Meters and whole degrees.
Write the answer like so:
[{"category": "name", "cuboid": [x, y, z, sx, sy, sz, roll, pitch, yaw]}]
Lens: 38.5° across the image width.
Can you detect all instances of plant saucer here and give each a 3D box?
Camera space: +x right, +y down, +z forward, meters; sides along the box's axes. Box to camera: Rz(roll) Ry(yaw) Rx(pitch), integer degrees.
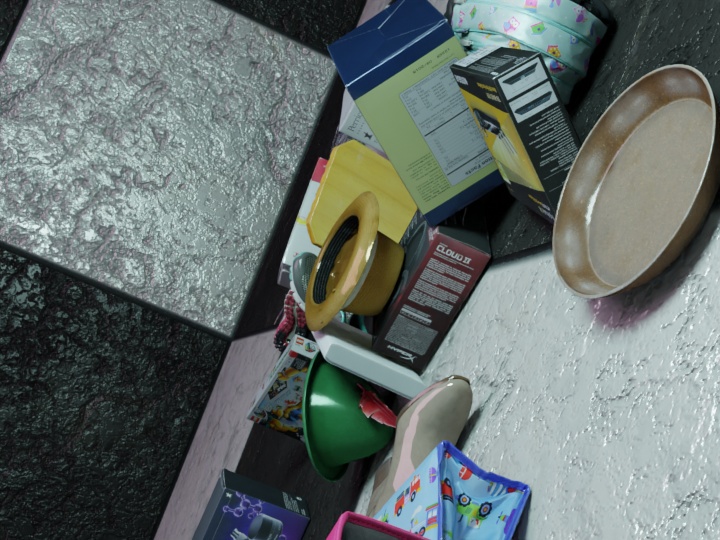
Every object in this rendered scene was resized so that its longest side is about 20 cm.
[{"category": "plant saucer", "cuboid": [0.227, -0.067, 0.836, 0.201, 0.034, 0.202, -54, 24, 37]}]

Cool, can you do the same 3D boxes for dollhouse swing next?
[{"category": "dollhouse swing", "cuboid": [-0.004, -0.080, 1.601, 0.182, 0.174, 0.202, 153, 138, -72]}]

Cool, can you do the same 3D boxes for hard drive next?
[{"category": "hard drive", "cuboid": [0.004, 0.105, 1.314, 0.027, 0.131, 0.200, -64, 12, 4]}]

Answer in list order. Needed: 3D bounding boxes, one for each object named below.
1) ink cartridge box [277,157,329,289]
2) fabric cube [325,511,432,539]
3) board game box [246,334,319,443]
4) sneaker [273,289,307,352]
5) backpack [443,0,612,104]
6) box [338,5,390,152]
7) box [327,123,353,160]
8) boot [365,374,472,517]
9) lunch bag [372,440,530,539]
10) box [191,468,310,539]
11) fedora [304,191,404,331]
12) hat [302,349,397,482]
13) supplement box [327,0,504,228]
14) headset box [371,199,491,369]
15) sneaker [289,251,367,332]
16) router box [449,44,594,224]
[{"category": "ink cartridge box", "cuboid": [-0.043, -0.057, 1.764, 0.145, 0.144, 0.202, 117, 174, -72]}, {"category": "fabric cube", "cuboid": [0.032, 0.310, 0.634, 0.201, 0.198, 0.197, -61, 14, 26]}, {"category": "board game box", "cuboid": [-0.081, 0.186, 1.563, 0.035, 0.125, 0.201, -77, 15, -44]}, {"category": "sneaker", "cuboid": [-0.124, 0.076, 2.082, 0.075, 0.080, 0.201, -79, 16, -53]}, {"category": "backpack", "cuboid": [0.193, -0.266, 1.166, 0.128, 0.165, 0.200, -71, 22, 11]}, {"category": "box", "cuboid": [0.060, -0.358, 1.950, 0.201, 0.130, 0.200, -84, 20, -56]}, {"category": "box", "cuboid": [-0.028, -0.306, 2.452, 0.158, 0.049, 0.202, 129, 160, -53]}, {"category": "boot", "cuboid": [0.061, 0.221, 1.027, 0.147, 0.070, 0.201, -94, 27, -53]}, {"category": "lunch bag", "cuboid": [0.052, 0.269, 0.833, 0.151, 0.093, 0.201, -57, 9, 41]}, {"category": "box", "cuboid": [-0.179, 0.418, 1.528, 0.079, 0.140, 0.202, -126, 59, -77]}, {"category": "fedora", "cuboid": [0.000, 0.000, 1.286, 0.201, 0.081, 0.201, -57, 18, 30]}, {"category": "hat", "cuboid": [0.035, 0.180, 1.283, 0.201, 0.174, 0.167, -74, -30, -46]}, {"category": "supplement box", "cuboid": [0.075, -0.197, 1.226, 0.133, 0.201, 0.200, -31, 25, 7]}, {"category": "headset box", "cuboid": [0.089, -0.004, 1.280, 0.149, 0.076, 0.201, -87, 21, -60]}, {"category": "sneaker", "cuboid": [-0.034, 0.058, 1.544, 0.077, 0.202, 0.091, -30, 2, -36]}, {"category": "router box", "cuboid": [0.161, -0.137, 1.015, 0.052, 0.158, 0.200, -28, 15, 1]}]
